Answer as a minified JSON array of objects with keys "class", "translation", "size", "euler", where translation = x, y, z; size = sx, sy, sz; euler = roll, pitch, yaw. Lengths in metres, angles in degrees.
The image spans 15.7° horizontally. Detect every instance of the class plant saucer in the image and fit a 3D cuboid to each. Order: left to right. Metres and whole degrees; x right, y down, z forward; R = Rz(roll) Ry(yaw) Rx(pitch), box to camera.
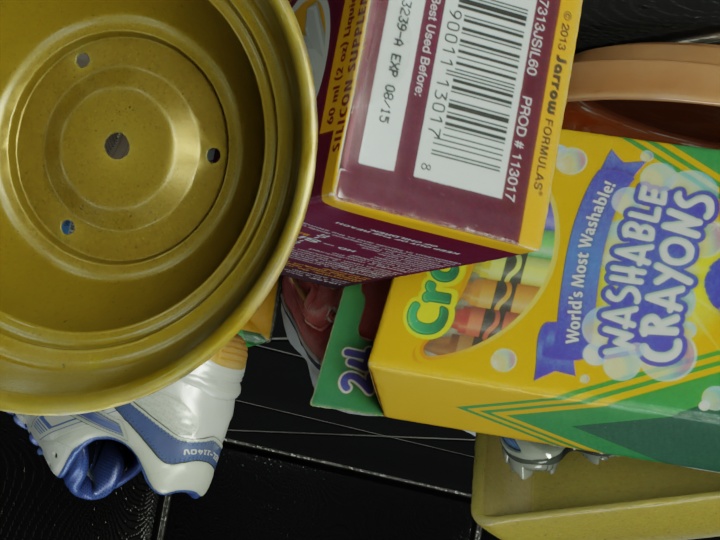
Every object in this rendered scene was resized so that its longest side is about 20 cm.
[{"class":"plant saucer","translation":[0.166,0.092,1.441],"size":[0.200,0.049,0.200],"euler":[-8,-152,9]},{"class":"plant saucer","translation":[0.164,-0.059,1.099],"size":[0.200,0.032,0.200],"euler":[11,171,2]}]

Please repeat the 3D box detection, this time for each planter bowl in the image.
[{"class":"planter bowl","translation":[-0.102,-0.048,0.970],"size":[0.200,0.201,0.083],"euler":[8,-179,13]}]

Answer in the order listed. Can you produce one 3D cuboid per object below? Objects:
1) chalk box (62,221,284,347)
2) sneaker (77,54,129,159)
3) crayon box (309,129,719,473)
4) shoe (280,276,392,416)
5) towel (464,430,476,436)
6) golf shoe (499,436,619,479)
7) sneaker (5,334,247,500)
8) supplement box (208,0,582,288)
[{"class":"chalk box","translation":[-0.120,-0.025,1.349],"size":[0.124,0.125,0.200],"euler":[13,170,-18]},{"class":"sneaker","translation":[-0.110,-0.077,1.135],"size":[0.075,0.071,0.200],"euler":[-17,151,19]},{"class":"crayon box","translation":[0.085,0.007,1.076],"size":[0.200,0.126,0.052],"euler":[8,151,15]},{"class":"shoe","translation":[0.000,0.000,1.183],"size":[0.071,0.091,0.200],"euler":[-12,-165,-12]},{"class":"towel","translation":[0.026,0.033,1.497],"size":[0.031,0.149,0.200],"euler":[-37,141,22]},{"class":"golf shoe","translation":[0.072,0.000,1.191],"size":[0.078,0.097,0.200],"euler":[-16,-142,-13]},{"class":"sneaker","translation":[-0.143,0.062,1.246],"size":[0.200,0.088,0.075],"euler":[4,171,44]},{"class":"supplement box","translation":[0.000,-0.061,1.018],"size":[0.086,0.111,0.200],"euler":[14,171,-21]}]
